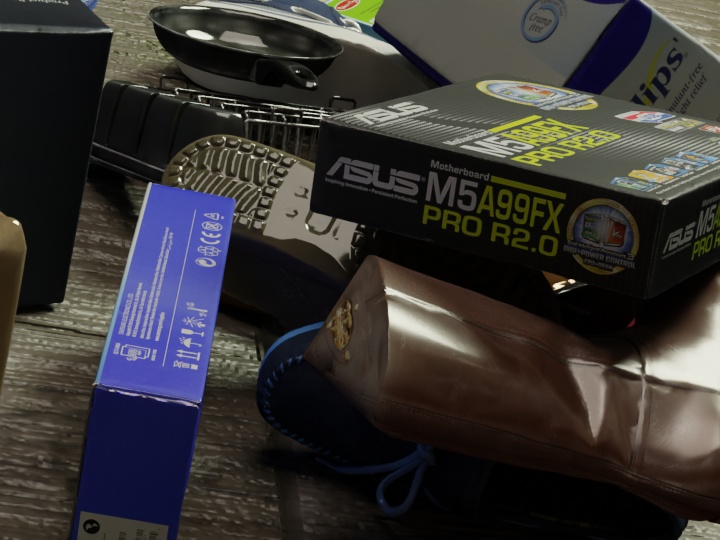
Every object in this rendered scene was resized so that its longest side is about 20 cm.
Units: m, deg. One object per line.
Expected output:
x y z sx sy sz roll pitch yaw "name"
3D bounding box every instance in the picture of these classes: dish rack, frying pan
-0.036 -0.069 1.207 0.200 0.055 0.153 3 11 -32 "dish rack"
-0.044 -0.119 1.243 0.115 0.031 0.190 -3 23 -40 "frying pan"

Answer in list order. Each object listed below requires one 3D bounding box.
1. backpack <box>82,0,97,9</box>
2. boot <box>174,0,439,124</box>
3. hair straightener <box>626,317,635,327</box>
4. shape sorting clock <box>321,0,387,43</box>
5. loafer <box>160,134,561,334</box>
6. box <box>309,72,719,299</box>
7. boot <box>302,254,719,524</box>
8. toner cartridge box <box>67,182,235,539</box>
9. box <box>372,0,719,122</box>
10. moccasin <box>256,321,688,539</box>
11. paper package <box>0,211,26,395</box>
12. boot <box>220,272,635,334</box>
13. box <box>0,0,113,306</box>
-0.238 -0.190 1.282 0.200 0.154 0.190 29 36 17 "backpack"
-0.013 -0.132 1.364 0.200 0.073 0.090 24 32 24 "boot"
0.175 0.040 1.125 0.077 0.041 0.200 58 31 -7 "hair straightener"
0.046 -0.159 1.497 0.199 0.039 0.200 10 25 -5 "shape sorting clock"
0.000 0.000 1.029 0.200 0.067 0.076 27 58 12 "loafer"
0.093 -0.044 0.991 0.160 0.044 0.200 16 17 24 "box"
0.072 0.022 0.932 0.200 0.064 0.187 15 31 -16 "boot"
-0.086 0.046 0.915 0.043 0.095 0.200 11 24 -4 "toner cartridge box"
0.137 -0.107 1.267 0.200 0.105 0.184 29 10 -39 "box"
0.053 0.070 0.955 0.199 0.081 0.068 10 29 -5 "moccasin"
-0.211 0.071 0.664 0.103 0.200 0.190 28 27 29 "paper package"
0.042 0.007 1.136 0.200 0.069 0.188 17 31 25 "boot"
-0.215 -0.088 1.077 0.104 0.148 0.200 -2 29 -32 "box"
